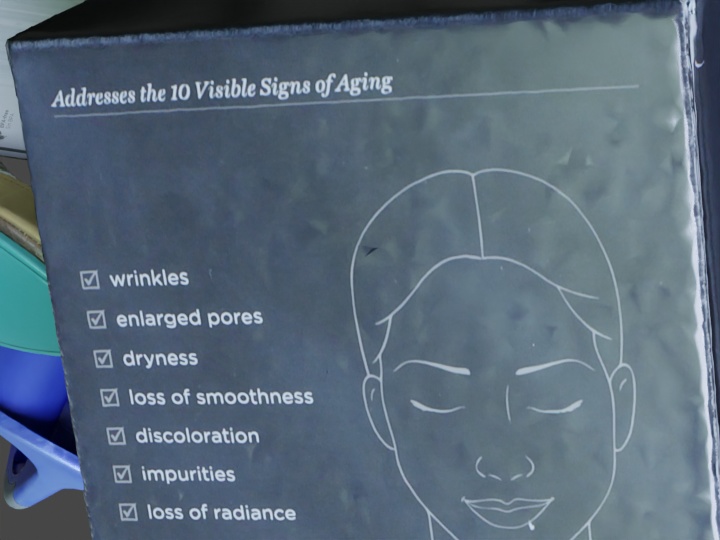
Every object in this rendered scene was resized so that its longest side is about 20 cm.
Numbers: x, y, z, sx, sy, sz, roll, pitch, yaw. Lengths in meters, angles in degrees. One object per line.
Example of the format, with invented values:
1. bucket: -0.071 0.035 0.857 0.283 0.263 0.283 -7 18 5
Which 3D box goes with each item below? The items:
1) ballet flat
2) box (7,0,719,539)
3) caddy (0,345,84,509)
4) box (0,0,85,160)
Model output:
1. ballet flat: -0.168 -0.028 0.764 0.199 0.063 0.069 19 135 14
2. box: 0.019 0.008 0.626 0.198 0.124 0.198 -1 110 19
3. caddy: -0.119 0.051 0.857 0.141 0.200 0.105 31 84 -11
4. box: -0.116 -0.098 0.732 0.199 0.060 0.117 6 140 -19
